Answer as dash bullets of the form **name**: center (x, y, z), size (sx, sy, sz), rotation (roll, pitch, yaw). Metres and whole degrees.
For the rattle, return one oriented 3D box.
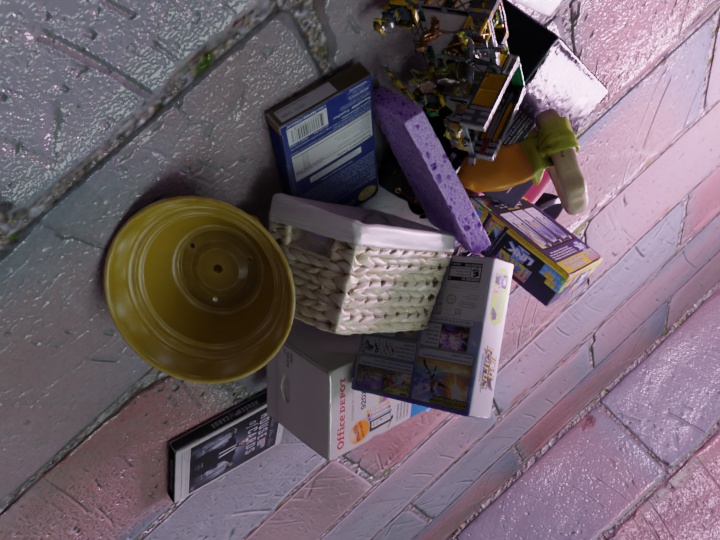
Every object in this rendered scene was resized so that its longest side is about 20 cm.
- **rattle**: center (0.205, -0.109, 1.023), size (0.143, 0.131, 0.200), rotation (-36, 180, 8)

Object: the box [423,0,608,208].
- **box**: center (0.179, -0.203, 1.052), size (0.197, 0.117, 0.200), rotation (-52, 150, 15)

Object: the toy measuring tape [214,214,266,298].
- **toy measuring tape**: center (-0.139, 0.024, 0.978), size (0.073, 0.074, 0.201), rotation (-15, 135, -43)

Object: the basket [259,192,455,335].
- **basket**: center (-0.005, -0.005, 0.956), size (0.199, 0.135, 0.124), rotation (4, 103, -53)

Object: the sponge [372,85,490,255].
- **sponge**: center (0.078, -0.113, 0.968), size (0.030, 0.112, 0.200), rotation (-36, 125, -6)

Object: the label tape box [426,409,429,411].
- **label tape box**: center (0.104, 0.155, 1.400), size (0.200, 0.066, 0.144), rotation (34, 93, -35)

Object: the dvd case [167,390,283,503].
- **dvd case**: center (-0.200, 0.261, 1.281), size (0.199, 0.025, 0.151), rotation (-25, 147, -31)

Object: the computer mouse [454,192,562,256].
- **computer mouse**: center (0.246, -0.069, 1.403), size (0.200, 0.053, 0.138), rotation (-40, 153, 16)

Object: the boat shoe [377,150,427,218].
- **boat shoe**: center (0.086, -0.104, 1.114), size (0.063, 0.074, 0.201), rotation (-50, 146, 9)

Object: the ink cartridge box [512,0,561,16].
- **ink cartridge box**: center (0.227, -0.395, 0.944), size (0.160, 0.047, 0.200), rotation (-4, 138, -51)

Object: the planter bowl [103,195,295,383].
- **planter bowl**: center (-0.159, 0.010, 0.885), size (0.201, 0.200, 0.084), rotation (-54, -174, 19)

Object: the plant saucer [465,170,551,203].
- **plant saucer**: center (0.219, -0.143, 1.259), size (0.200, 0.051, 0.201), rotation (-33, 150, -22)

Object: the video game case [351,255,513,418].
- **video game case**: center (0.083, 0.072, 1.029), size (0.045, 0.199, 0.183), rotation (15, 83, -42)

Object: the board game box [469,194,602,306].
- **board game box**: center (0.231, -0.036, 1.153), size (0.057, 0.165, 0.200), rotation (-55, 161, 23)

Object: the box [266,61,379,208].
- **box**: center (-0.037, -0.129, 0.957), size (0.121, 0.032, 0.200), rotation (-33, 149, -17)

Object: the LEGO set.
- **LEGO set**: center (0.087, -0.198, 0.876), size (0.116, 0.153, 0.200), rotation (-63, 159, -20)

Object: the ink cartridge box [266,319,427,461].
- **ink cartridge box**: center (-0.015, 0.142, 1.195), size (0.199, 0.144, 0.148), rotation (-20, 123, -37)
